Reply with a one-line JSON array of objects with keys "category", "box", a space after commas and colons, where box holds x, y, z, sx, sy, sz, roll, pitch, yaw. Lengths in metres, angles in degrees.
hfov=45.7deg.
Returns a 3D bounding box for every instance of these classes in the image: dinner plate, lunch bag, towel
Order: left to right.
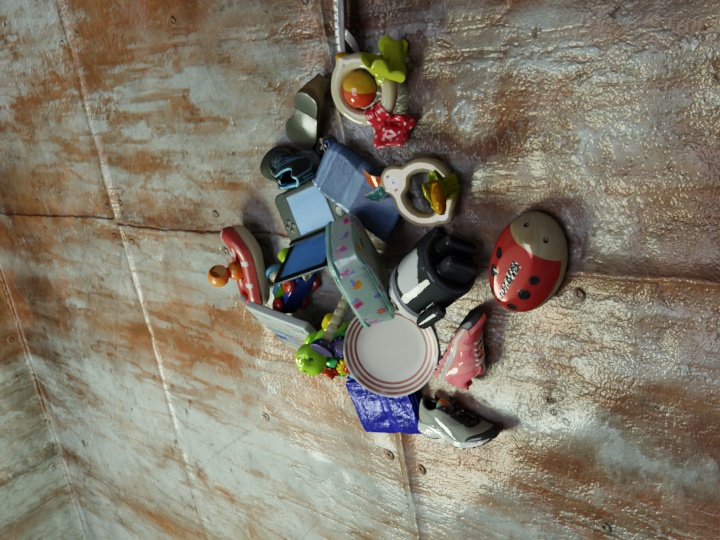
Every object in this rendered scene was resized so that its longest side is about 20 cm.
[{"category": "lunch bag", "box": [0.000, 0.000, 1.643, 0.076, 0.162, 0.202, -22, 128, 11]}, {"category": "towel", "box": [0.003, -0.156, 1.661, 0.199, 0.048, 0.113, 40, 124, 13]}, {"category": "towel", "box": [0.055, 0.289, 1.858, 0.198, 0.049, 0.151, -10, 102, 48]}, {"category": "dinner plate", "box": [0.062, 0.160, 1.743, 0.195, 0.024, 0.205, 2, 108, 7]}]

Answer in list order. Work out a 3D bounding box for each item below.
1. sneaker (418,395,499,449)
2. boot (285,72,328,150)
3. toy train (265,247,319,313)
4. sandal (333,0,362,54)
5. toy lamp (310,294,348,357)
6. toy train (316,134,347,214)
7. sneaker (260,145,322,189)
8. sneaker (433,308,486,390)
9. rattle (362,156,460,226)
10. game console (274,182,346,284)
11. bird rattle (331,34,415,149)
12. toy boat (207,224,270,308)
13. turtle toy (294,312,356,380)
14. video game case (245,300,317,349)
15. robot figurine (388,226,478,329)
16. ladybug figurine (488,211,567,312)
[{"category": "sneaker", "box": [0.190, 0.301, 1.709, 0.197, 0.073, 0.081, 7, 110, 44]}, {"category": "boot", "box": [-0.099, -0.313, 1.704, 0.073, 0.076, 0.201, 30, 153, 1]}, {"category": "toy train", "box": [-0.146, -0.005, 1.905, 0.117, 0.083, 0.201, 60, 137, 29]}, {"category": "sandal", "box": [-0.020, -0.417, 1.564, 0.049, 0.083, 0.207, -5, 121, 2]}, {"category": "toy lamp", "box": [-0.036, 0.076, 1.744, 0.057, 0.203, 0.058, 22, 161, 8]}, {"category": "toy train", "box": [-0.035, -0.182, 1.719, 0.045, 0.034, 0.204, -21, 95, 45]}, {"category": "sneaker", "box": [-0.161, -0.212, 1.787, 0.198, 0.082, 0.074, 4, 129, 52]}, {"category": "sneaker", "box": [0.210, 0.152, 1.625, 0.086, 0.074, 0.202, 32, 136, 12]}, {"category": "rattle", "box": [0.070, -0.134, 1.527, 0.196, 0.144, 0.132, 17, 130, 15]}, {"category": "game console", "box": [-0.119, -0.087, 1.783, 0.198, 0.118, 0.174, -18, 98, 44]}, {"category": "bird rattle", "box": [0.024, -0.318, 1.533, 0.160, 0.113, 0.203, 17, 133, 21]}, {"category": "toy boat", "box": [-0.294, -0.001, 1.992, 0.130, 0.128, 0.205, -151, 47, -63]}, {"category": "turtle toy", "box": [-0.055, 0.173, 1.805, 0.102, 0.196, 0.148, 57, 134, 40]}, {"category": "video game case", "box": [-0.145, 0.144, 1.938, 0.197, 0.022, 0.182, 16, 157, 40]}, {"category": "robot figurine", "box": [0.132, 0.011, 1.574, 0.125, 0.150, 0.200, 48, 140, -2]}, {"category": "ladybug figurine", "box": [0.276, -0.005, 1.457, 0.135, 0.071, 0.203, 37, 133, 26]}]
